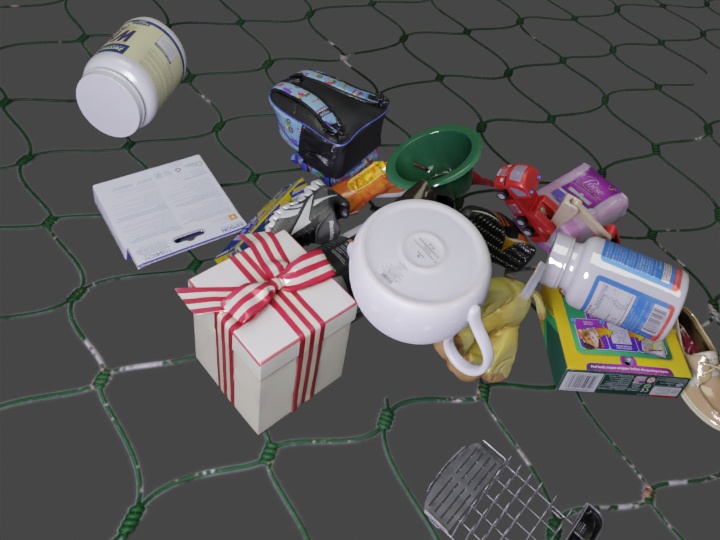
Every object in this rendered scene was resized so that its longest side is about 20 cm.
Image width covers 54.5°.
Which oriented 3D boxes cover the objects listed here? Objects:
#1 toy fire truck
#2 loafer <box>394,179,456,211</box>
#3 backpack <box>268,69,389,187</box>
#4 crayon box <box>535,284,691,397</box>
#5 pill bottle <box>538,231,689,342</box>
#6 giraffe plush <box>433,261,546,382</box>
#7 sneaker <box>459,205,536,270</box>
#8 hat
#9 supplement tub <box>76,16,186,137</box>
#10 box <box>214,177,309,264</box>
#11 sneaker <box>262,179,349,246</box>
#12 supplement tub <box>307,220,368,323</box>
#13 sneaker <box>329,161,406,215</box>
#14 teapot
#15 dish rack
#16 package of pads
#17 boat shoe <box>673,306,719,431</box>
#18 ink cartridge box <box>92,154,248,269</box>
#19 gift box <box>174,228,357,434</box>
[{"bbox_3d":[0.314,-0.091,1.115,0.139,0.200,0.049,4,54,52],"label":"toy fire truck"},{"bbox_3d":[0.136,-0.080,1.132,0.072,0.199,0.073,-50,49,7],"label":"loafer"},{"bbox_3d":[-0.071,-0.273,1.288,0.197,0.137,0.183,32,50,17],"label":"backpack"},{"bbox_3d":[0.387,0.103,1.088,0.193,0.059,0.176,5,46,-5],"label":"crayon box"},{"bbox_3d":[0.374,0.017,1.047,0.196,0.114,0.113,24,48,13],"label":"pill bottle"},{"bbox_3d":[0.162,0.044,1.043,0.201,0.173,0.161,-48,39,-8],"label":"giraffe plush"},{"bbox_3d":[0.210,-0.067,1.160,0.197,0.070,0.091,24,27,-42],"label":"sneaker"},{"bbox_3d":[0.159,-0.138,1.231,0.195,0.179,0.168,-22,40,3],"label":"hat"},{"bbox_3d":[-0.420,-0.356,1.288,0.141,0.147,0.203,15,46,3],"label":"supplement tub"},{"bbox_3d":[-0.141,-0.059,1.112,0.071,0.063,0.201,53,46,-18],"label":"box"},{"bbox_3d":[-0.079,-0.067,1.059,0.089,0.068,0.201,23,44,18],"label":"sneaker"},{"bbox_3d":[0.000,0.000,1.062,0.197,0.125,0.122,-28,58,-32],"label":"supplement tub"},{"bbox_3d":[0.012,-0.158,1.241,0.197,0.078,0.073,-27,58,-28],"label":"sneaker"},{"bbox_3d":[0.074,0.022,0.902,0.191,0.148,0.205,5,52,-1],"label":"teapot"},{"bbox_3d":[0.183,0.305,0.869,0.198,0.055,0.152,38,51,22],"label":"dish rack"},{"bbox_3d":[0.383,-0.107,1.267,0.197,0.077,0.121,-28,61,-31],"label":"package of pads"},{"bbox_3d":[0.519,0.146,1.069,0.072,0.067,0.203,-5,49,-15],"label":"boat shoe"},{"bbox_3d":[-0.309,-0.091,1.141,0.196,0.041,0.201,-21,56,-27],"label":"ink cartridge box"},{"bbox_3d":[-0.132,0.067,0.931,0.199,0.190,0.183,39,52,23],"label":"gift box"}]
